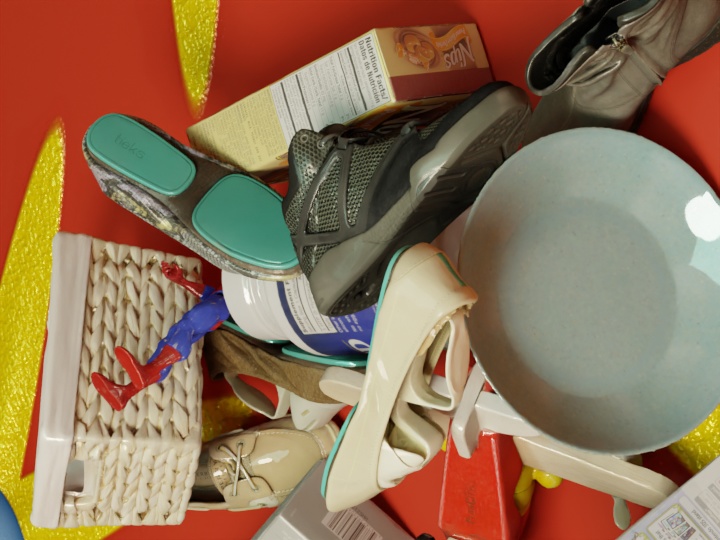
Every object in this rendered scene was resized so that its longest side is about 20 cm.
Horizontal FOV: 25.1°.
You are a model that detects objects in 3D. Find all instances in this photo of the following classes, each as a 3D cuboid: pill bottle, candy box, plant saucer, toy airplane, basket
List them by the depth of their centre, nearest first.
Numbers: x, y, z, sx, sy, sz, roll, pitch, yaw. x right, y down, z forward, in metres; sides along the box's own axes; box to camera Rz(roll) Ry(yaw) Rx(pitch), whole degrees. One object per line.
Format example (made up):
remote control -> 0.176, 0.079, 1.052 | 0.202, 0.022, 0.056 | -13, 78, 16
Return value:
plant saucer -> 0.146, 0.014, 1.005 | 0.039, 0.199, 0.203 | 150, 103, -69
toy airplane -> 0.090, 0.110, 1.083 | 0.200, 0.141, 0.198 | 48, 137, -11
candy box -> -0.016, -0.114, 1.153 | 0.199, 0.115, 0.056 | -22, 84, 41
pill bottle -> 0.000, 0.000, 1.157 | 0.198, 0.119, 0.121 | -5, 94, 42
basket -> -0.189, 0.088, 1.271 | 0.136, 0.122, 0.202 | 109, 162, -49

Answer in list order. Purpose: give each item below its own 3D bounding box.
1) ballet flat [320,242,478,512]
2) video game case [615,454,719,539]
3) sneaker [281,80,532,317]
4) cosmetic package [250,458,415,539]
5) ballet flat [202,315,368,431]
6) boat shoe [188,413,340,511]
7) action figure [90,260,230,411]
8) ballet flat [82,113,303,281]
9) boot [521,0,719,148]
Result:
ballet flat -> 0.026, 0.079, 0.971 | 0.069, 0.069, 0.202 | 37, 129, 30
video game case -> 0.242, 0.219, 0.961 | 0.200, 0.181, 0.046 | 49, 170, 23
sneaker -> 0.017, -0.071, 1.016 | 0.199, 0.076, 0.115 | -45, 66, 36
cosmetic package -> -0.057, 0.256, 1.259 | 0.107, 0.090, 0.200 | 41, 127, 0
ballet flat -> -0.055, 0.082, 1.254 | 0.199, 0.067, 0.073 | 13, 104, 42
boat shoe -> -0.093, 0.161, 1.304 | 0.199, 0.065, 0.073 | -14, 88, 42
action figure -> -0.131, 0.013, 1.217 | 0.099, 0.199, 0.065 | 54, 135, 3
ballet flat -> -0.110, -0.043, 1.143 | 0.199, 0.072, 0.073 | 32, 118, 21
boot -> 0.138, -0.123, 1.005 | 0.200, 0.130, 0.068 | -48, 67, 36
